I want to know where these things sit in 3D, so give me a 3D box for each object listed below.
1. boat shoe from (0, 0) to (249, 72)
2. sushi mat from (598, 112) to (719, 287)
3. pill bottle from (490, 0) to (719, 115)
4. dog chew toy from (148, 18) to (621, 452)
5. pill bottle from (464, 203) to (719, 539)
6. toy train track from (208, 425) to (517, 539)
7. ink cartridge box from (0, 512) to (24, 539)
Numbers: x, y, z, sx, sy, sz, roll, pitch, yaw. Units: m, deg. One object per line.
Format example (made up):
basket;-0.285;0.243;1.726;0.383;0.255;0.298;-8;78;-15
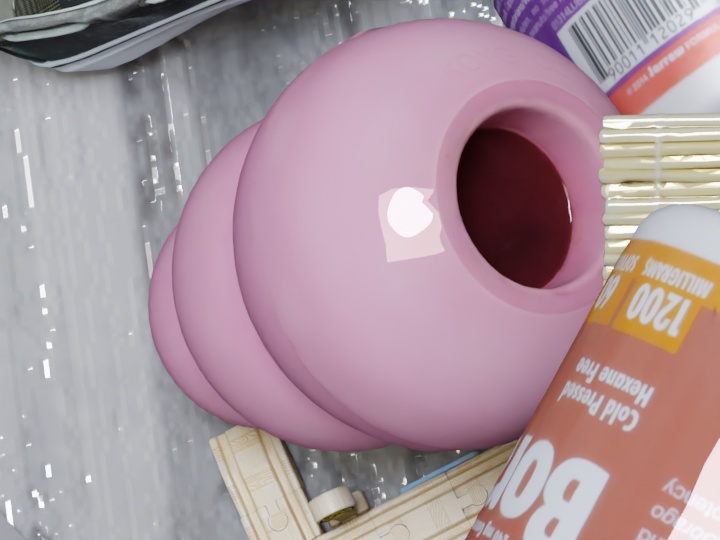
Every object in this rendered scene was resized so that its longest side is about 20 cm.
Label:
boat shoe;-0.058;-0.112;0.875;0.200;0.071;0.072;-32;74;38
sushi mat;0.162;0.004;0.736;0.199;0.012;0.096;0;105;12
pill bottle;0.078;-0.129;0.870;0.111;0.111;0.201;-31;77;7
dog chew toy;0.000;0.000;0.842;0.124;0.200;0.125;8;74;-28
pill bottle;0.073;0.095;0.681;0.112;0.112;0.201;28;85;14
toy train track;0.018;0.081;0.896;0.199;0.033;0.115;-28;78;7
ink cartridge box;-0.199;0.084;0.925;0.115;0.068;0.200;-45;76;3
